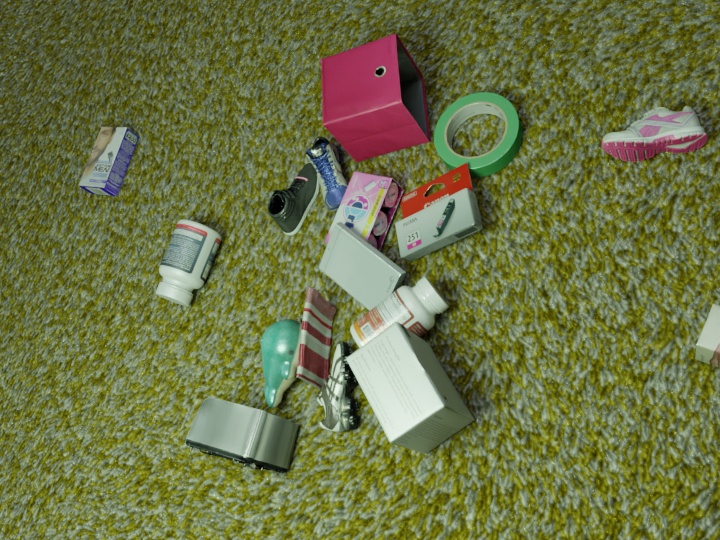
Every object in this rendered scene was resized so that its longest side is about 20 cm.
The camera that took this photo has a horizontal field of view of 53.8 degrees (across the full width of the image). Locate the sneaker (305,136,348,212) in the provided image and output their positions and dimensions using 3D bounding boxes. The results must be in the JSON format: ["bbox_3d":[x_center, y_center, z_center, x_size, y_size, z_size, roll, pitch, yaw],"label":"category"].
[{"bbox_3d":[-0.086,-0.249,1.745,0.080,0.115,0.200,-21,62,17],"label":"sneaker"}]

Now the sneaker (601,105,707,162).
[{"bbox_3d":[0.601,-0.285,1.466,0.199,0.081,0.088,-5,66,14],"label":"sneaker"}]

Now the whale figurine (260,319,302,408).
[{"bbox_3d":[-0.187,0.205,1.600,0.200,0.104,0.159,-67,18,10],"label":"whale figurine"}]

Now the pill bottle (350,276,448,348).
[{"bbox_3d":[0.086,0.106,1.526,0.200,0.112,0.112,-38,59,6],"label":"pill bottle"}]

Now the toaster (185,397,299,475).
[{"bbox_3d":[-0.245,0.362,1.538,0.200,0.181,0.119,8,72,28],"label":"toaster"}]

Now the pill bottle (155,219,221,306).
[{"bbox_3d":[-0.445,-0.018,1.818,0.119,0.120,0.200,12,75,28],"label":"pill bottle"}]

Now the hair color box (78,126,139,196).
[{"bbox_3d":[-0.749,-0.327,2.117,0.109,0.065,0.200,7,72,28],"label":"hair color box"}]

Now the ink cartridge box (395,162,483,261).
[{"bbox_3d":[0.166,-0.136,1.595,0.200,0.044,0.174,-25,61,33],"label":"ink cartridge box"}]

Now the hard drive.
[{"bbox_3d":[0.000,0.000,1.602,0.200,0.027,0.132,38,125,23],"label":"hard drive"}]

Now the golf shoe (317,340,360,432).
[{"bbox_3d":[-0.056,0.252,1.555,0.094,0.078,0.201,-11,65,21],"label":"golf shoe"}]

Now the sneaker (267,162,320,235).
[{"bbox_3d":[-0.165,-0.196,1.771,0.071,0.099,0.200,12,74,30],"label":"sneaker"}]

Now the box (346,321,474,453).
[{"bbox_3d":[0.102,0.237,1.415,0.131,0.200,0.199,-36,59,10],"label":"box"}]

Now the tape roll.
[{"bbox_3d":[0.272,-0.314,1.644,0.200,0.048,0.201,-9,67,21],"label":"tape roll"}]

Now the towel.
[{"bbox_3d":[-0.096,0.152,1.573,0.023,0.144,0.201,-2,69,20],"label":"towel"}]

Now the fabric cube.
[{"bbox_3d":[0.036,-0.409,1.703,0.199,0.200,0.197,-11,67,22],"label":"fabric cube"}]

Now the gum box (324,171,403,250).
[{"bbox_3d":[0.007,-0.124,1.674,0.113,0.066,0.200,16,79,35],"label":"gum box"}]

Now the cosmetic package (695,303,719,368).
[{"bbox_3d":[0.699,0.142,1.232,0.200,0.103,0.087,22,79,31],"label":"cosmetic package"}]
